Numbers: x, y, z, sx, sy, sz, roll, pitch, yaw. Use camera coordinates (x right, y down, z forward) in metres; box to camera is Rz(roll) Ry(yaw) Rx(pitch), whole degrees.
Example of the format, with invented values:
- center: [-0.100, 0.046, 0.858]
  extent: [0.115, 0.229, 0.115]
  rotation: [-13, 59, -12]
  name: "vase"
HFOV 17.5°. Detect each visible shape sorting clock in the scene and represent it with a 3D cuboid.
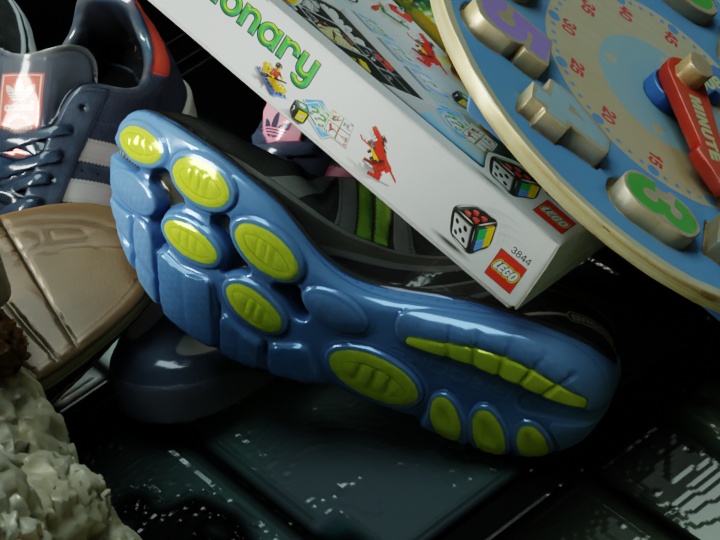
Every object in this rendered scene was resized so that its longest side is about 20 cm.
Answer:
- center: [0.108, -0.062, 0.831]
  extent: [0.039, 0.200, 0.200]
  rotation: [-43, 26, 32]
  name: "shape sorting clock"

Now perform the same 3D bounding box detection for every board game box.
- center: [0.013, -0.078, 0.841]
  extent: [0.200, 0.035, 0.126]
  rotation: [41, 31, 10]
  name: "board game box"

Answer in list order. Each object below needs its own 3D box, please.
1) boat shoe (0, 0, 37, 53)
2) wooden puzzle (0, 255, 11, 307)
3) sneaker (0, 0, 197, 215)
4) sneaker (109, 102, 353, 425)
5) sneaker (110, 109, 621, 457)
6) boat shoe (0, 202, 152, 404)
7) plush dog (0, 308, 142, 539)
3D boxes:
- center: [-0.184, -0.085, 1.027]
  extent: [0.072, 0.071, 0.200]
  rotation: [-13, 38, 4]
  name: "boat shoe"
- center: [-0.200, 0.015, 0.719]
  extent: [0.185, 0.200, 0.046]
  rotation: [-39, 73, -18]
  name: "wooden puzzle"
- center: [-0.133, -0.040, 0.944]
  extent: [0.075, 0.085, 0.200]
  rotation: [2, 42, 21]
  name: "sneaker"
- center: [-0.033, -0.027, 0.896]
  extent: [0.070, 0.082, 0.200]
  rotation: [16, 48, 34]
  name: "sneaker"
- center: [0.000, 0.000, 0.836]
  extent: [0.200, 0.071, 0.083]
  rotation: [25, 33, 6]
  name: "sneaker"
- center: [-0.159, 0.050, 0.855]
  extent: [0.200, 0.072, 0.072]
  rotation: [-38, 67, -16]
  name: "boat shoe"
- center: [-0.119, 0.096, 0.735]
  extent: [0.160, 0.200, 0.172]
  rotation: [2, 39, -33]
  name: "plush dog"
